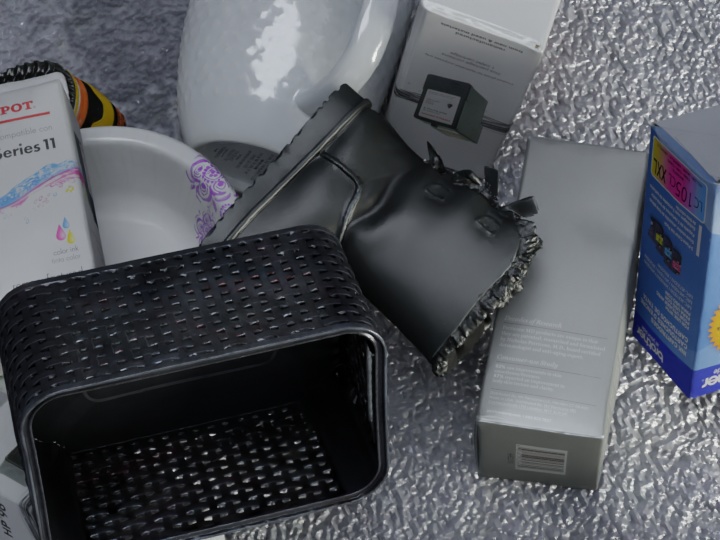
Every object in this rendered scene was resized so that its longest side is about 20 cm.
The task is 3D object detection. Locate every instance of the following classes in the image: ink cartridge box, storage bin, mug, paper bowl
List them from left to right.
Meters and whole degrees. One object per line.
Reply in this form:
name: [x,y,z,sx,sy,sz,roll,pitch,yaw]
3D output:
ink cartridge box: [-0.224,-0.041,1.271,0.117,0.067,0.201,-13,66,-2]
ink cartridge box: [-0.176,0.154,1.246,0.199,0.116,0.068,24,52,28]
paper bowl: [-0.162,0.016,1.337,0.200,0.104,0.202,-1,67,3]
storage bin: [-0.092,0.069,1.144,0.199,0.136,0.094,-12,42,-11]
mug: [-0.036,-0.148,1.355,0.147,0.200,0.176,25,67,-25]
ink cartridge box: [0.082,-0.171,1.348,0.084,0.200,0.146,19,68,0]
ink cartridge box: [0.247,-0.008,1.281,0.136,0.201,0.076,-16,43,-18]

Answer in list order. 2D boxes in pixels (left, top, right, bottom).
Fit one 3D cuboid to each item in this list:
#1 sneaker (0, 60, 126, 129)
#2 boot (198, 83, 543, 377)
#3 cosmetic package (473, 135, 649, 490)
sneaker: [-0.253,-0.093,1.415,0.199,0.090,0.070,-5,73,31]
boot: [0.000,0.001,1.242,0.162,0.073,0.198,39,80,8]
cosmetic package: [0.129,0.027,1.312,0.090,0.107,0.201,6,65,8]
